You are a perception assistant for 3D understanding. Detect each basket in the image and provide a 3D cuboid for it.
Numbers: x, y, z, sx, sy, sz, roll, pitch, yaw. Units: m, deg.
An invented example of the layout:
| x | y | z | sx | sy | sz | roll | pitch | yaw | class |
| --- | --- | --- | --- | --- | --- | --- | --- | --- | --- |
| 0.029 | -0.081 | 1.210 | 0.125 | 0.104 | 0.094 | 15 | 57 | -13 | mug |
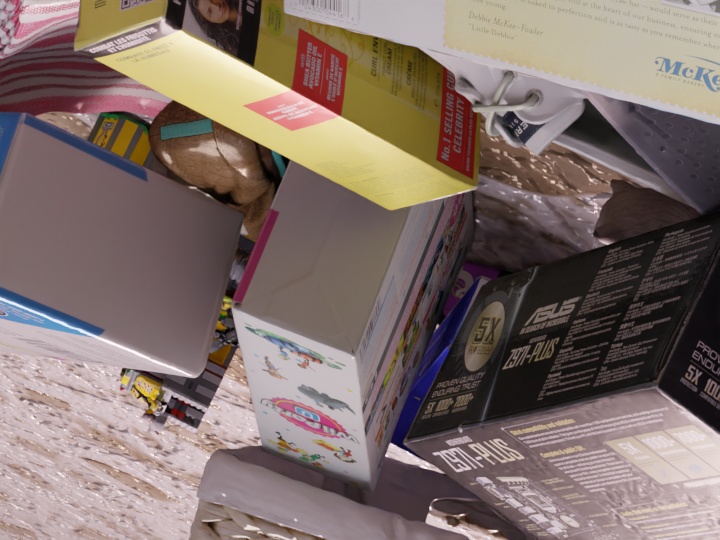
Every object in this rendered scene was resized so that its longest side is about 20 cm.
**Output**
| x | y | z | sx | sy | sz | roll | pitch | yaw | class |
| --- | --- | --- | --- | --- | --- | --- | --- | --- | --- |
| 0.017 | 0.189 | 1.461 | 0.198 | 0.161 | 0.200 | 18 | -177 | 17 | basket |

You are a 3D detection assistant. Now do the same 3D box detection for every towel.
| x | y | z | sx | sy | sz | roll | pitch | yaw | class |
| --- | --- | --- | --- | --- | --- | --- | --- | --- | --- |
| -0.102 | -0.095 | 1.284 | 0.146 | 0.030 | 0.200 | -3 | 171 | -20 | towel |

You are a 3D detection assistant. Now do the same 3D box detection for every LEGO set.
| x | y | z | sx | sy | sz | roll | pitch | yaw | class |
| --- | --- | --- | --- | --- | --- | --- | --- | --- | --- |
| -0.117 | 0.012 | 1.551 | 0.154 | 0.116 | 0.200 | 28 | 160 | -10 | LEGO set |

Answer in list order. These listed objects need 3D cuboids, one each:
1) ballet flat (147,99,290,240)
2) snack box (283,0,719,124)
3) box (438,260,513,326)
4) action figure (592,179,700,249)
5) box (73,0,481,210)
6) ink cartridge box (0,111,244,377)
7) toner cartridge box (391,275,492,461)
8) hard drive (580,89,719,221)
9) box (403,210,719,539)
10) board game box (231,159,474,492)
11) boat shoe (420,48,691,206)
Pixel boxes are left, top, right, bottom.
| x | y | z | sx | sy | sz | roll | pitch | yaw | class |
| --- | --- | --- | --- | --- | --- | --- | --- | --- | --- |
| -0.059 | -0.047 | 1.349 | 0.072 | 0.068 | 0.200 | -8 | 171 | 8 | ballet flat |
| 0.067 | -0.126 | 0.996 | 0.200 | 0.037 | 0.116 | 17 | 122 | 24 | snack box |
| 0.146 | 0.060 | 1.483 | 0.200 | 0.036 | 0.143 | 13 | 158 | 28 | box |
| 0.158 | 0.029 | 1.314 | 0.200 | 0.105 | 0.193 | 4 | 145 | 49 | action figure |
| -0.028 | -0.091 | 1.148 | 0.050 | 0.075 | 0.200 | -12 | 154 | 36 | box |
| -0.178 | -0.016 | 1.317 | 0.200 | 0.085 | 0.144 | 4 | 165 | 43 | ink cartridge box |
| 0.074 | 0.066 | 1.470 | 0.095 | 0.043 | 0.200 | 26 | 161 | -3 | toner cartridge box |
| 0.184 | -0.053 | 1.066 | 0.135 | 0.042 | 0.200 | -25 | 129 | 38 | hard drive |
| 0.141 | 0.068 | 1.163 | 0.164 | 0.086 | 0.200 | 35 | 157 | -17 | box |
| 0.000 | 0.000 | 1.331 | 0.064 | 0.148 | 0.200 | 19 | 160 | 11 | board game box |
| 0.076 | -0.078 | 1.121 | 0.200 | 0.067 | 0.074 | 19 | 163 | -4 | boat shoe |
